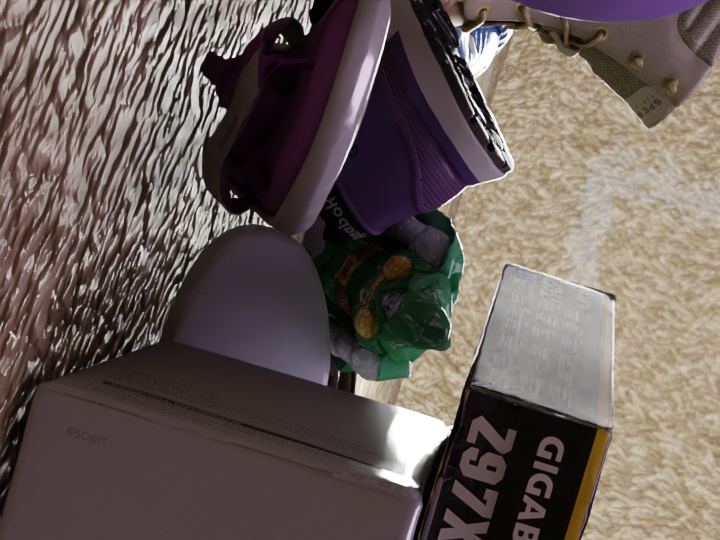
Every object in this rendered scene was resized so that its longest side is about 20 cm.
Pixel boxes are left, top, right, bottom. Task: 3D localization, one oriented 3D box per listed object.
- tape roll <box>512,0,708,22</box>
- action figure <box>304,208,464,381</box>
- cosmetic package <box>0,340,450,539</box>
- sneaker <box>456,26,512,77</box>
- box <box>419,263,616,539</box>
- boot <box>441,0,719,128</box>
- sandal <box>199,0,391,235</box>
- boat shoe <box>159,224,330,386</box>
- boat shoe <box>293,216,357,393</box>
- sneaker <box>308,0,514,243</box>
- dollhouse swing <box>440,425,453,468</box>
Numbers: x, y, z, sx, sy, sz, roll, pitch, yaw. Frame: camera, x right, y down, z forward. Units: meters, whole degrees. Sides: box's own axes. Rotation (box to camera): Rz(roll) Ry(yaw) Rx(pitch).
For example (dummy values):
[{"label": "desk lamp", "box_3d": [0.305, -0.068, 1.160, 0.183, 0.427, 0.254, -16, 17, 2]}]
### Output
[{"label": "tape roll", "box_3d": [0.117, -0.222, 0.997, 0.085, 0.199, 0.201, 92, 16, -70]}, {"label": "action figure", "box_3d": [0.000, 0.000, 0.897, 0.118, 0.055, 0.200, -64, -160, 4]}, {"label": "cosmetic package", "box_3d": [-0.057, 0.138, 0.715, 0.200, 0.123, 0.200, -10, 116, -84]}, {"label": "sneaker", "box_3d": [0.033, -0.133, 1.190, 0.089, 0.078, 0.200, -65, 167, -4]}, {"label": "box", "box_3d": [0.042, 0.095, 0.722, 0.200, 0.049, 0.160, -55, 163, -78]}, {"label": "boot", "box_3d": [0.092, -0.123, 1.071, 0.200, 0.155, 0.072, -47, -168, -9]}, {"label": "sandal", "box_3d": [-0.035, -0.054, 0.749, 0.203, 0.050, 0.083, 162, -57, -78]}, {"label": "boat shoe", "box_3d": [-0.062, 0.080, 0.859, 0.070, 0.071, 0.201, 8, -87, 61]}, {"label": "boat shoe", "box_3d": [-0.012, 0.004, 1.120, 0.072, 0.065, 0.201, -64, 170, -63]}, {"label": "sneaker", "box_3d": [-0.007, -0.086, 0.884, 0.076, 0.087, 0.200, 53, 12, -31]}, {"label": "dollhouse swing", "box_3d": [0.021, 0.193, 1.188, 0.176, 0.181, 0.201, 50, 29, -85]}]
